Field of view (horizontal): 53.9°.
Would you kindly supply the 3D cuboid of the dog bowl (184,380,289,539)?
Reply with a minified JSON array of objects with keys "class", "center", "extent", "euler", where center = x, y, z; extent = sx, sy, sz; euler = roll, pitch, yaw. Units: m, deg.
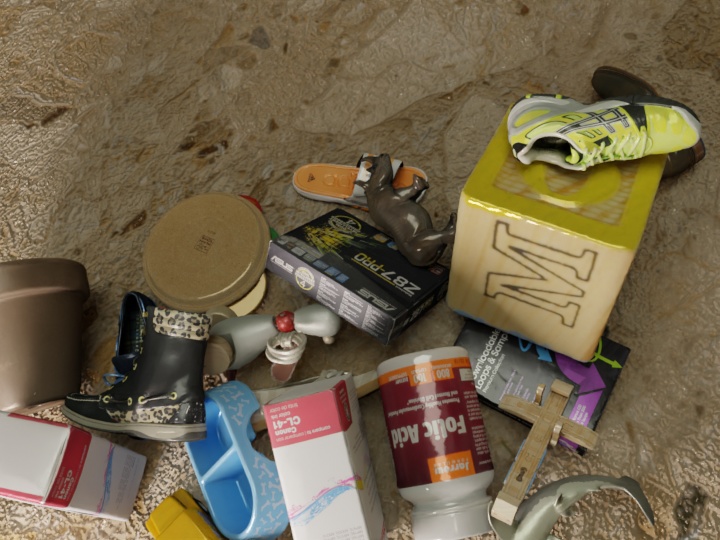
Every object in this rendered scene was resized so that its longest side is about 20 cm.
[{"class":"dog bowl","center":[-0.153,0.229,0.852],"extent":[0.112,0.049,0.201],"euler":[-46,60,30]}]

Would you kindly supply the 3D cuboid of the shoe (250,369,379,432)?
[{"class":"shoe","center":[-0.064,0.154,0.892],"extent":[0.198,0.070,0.054],"euler":[-17,82,3]}]

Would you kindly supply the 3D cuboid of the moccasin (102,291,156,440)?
[{"class":"moccasin","center":[-0.307,0.125,0.949],"extent":[0.079,0.068,0.202],"euler":[-15,65,1]}]

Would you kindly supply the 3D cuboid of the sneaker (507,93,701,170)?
[{"class":"sneaker","center":[0.257,-0.138,0.759],"extent":[0.197,0.076,0.077],"euler":[3,56,17]}]

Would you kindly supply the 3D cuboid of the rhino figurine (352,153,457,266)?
[{"class":"rhino figurine","center":[0.055,-0.088,0.948],"extent":[0.087,0.060,0.200],"euler":[-46,62,12]}]

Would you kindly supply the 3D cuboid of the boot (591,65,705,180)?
[{"class":"boot","center":[0.378,-0.204,0.998],"extent":[0.096,0.075,0.200],"euler":[-35,66,-12]}]

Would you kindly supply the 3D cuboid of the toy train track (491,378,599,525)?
[{"class":"toy train track","center":[0.193,0.186,0.777],"extent":[0.114,0.033,0.200],"euler":[21,46,23]}]

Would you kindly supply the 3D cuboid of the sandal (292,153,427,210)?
[{"class":"sandal","center":[-0.006,-0.133,1.033],"extent":[0.204,0.059,0.080],"euler":[5,65,11]}]

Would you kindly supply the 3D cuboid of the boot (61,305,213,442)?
[{"class":"boot","center":[-0.268,0.121,0.868],"extent":[0.201,0.073,0.156],"euler":[4,85,22]}]

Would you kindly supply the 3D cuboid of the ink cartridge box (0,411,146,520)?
[{"class":"ink cartridge box","center":[-0.362,0.229,0.826],"extent":[0.146,0.200,0.087],"euler":[6,65,12]}]

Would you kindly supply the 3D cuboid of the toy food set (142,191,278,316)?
[{"class":"toy food set","center":[-0.216,-0.028,1.022],"extent":[0.197,0.049,0.200],"euler":[6,65,12]}]

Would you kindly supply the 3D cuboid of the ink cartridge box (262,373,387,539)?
[{"class":"ink cartridge box","center":[-0.033,0.226,0.777],"extent":[0.085,0.148,0.203],"euler":[-12,86,5]}]

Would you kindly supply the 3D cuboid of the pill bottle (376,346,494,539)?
[{"class":"pill bottle","center":[0.089,0.198,0.814],"extent":[0.113,0.114,0.202],"euler":[-12,75,3]}]

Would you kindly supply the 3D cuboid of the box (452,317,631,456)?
[{"class":"box","center":[0.215,0.119,0.888],"extent":[0.198,0.036,0.144],"euler":[24,70,21]}]

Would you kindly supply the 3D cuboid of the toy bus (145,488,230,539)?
[{"class":"toy bus","center":[-0.173,0.342,0.817],"extent":[0.065,0.078,0.200],"euler":[-44,66,-13]}]

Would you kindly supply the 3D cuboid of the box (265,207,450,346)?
[{"class":"box","center":[0.000,0.000,0.929],"extent":[0.199,0.050,0.161],"euler":[31,37,21]}]

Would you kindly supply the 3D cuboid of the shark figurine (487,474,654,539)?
[{"class":"shark figurine","center":[0.211,0.265,0.787],"extent":[0.213,0.089,0.129],"euler":[-35,92,-8]}]

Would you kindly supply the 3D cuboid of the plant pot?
[{"class":"plant pot","center":[-0.447,0.098,0.938],"extent":[0.198,0.200,0.177],"euler":[-18,82,0]}]

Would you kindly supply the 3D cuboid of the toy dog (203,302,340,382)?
[{"class":"toy dog","center":[-0.122,0.101,0.917],"extent":[0.198,0.097,0.132],"euler":[2,33,26]}]

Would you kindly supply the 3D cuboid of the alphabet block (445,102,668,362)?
[{"class":"alphabet block","center":[0.229,-0.048,0.852],"extent":[0.194,0.201,0.196],"euler":[19,53,16]}]
